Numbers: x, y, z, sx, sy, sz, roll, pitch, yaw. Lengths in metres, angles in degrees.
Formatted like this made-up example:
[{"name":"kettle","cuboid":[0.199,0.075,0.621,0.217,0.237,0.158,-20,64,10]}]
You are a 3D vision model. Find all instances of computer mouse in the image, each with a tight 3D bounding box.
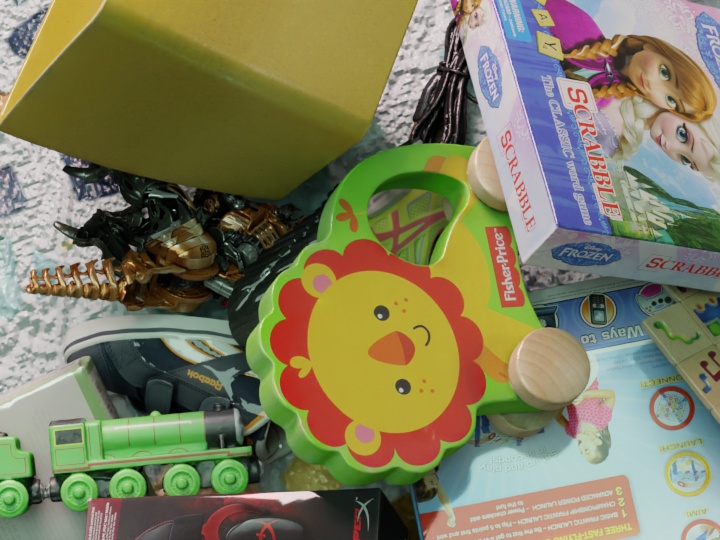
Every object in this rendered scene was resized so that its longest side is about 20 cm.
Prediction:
[{"name":"computer mouse","cuboid":[0.131,-0.091,1.444,0.199,0.044,0.110,22,77,14]}]

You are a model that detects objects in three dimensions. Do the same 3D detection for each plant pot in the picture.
[{"name":"plant pot","cuboid":[-0.075,-0.155,1.342,0.176,0.200,0.200,28,64,-16]}]

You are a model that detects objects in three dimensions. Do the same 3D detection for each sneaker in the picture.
[{"name":"sneaker","cuboid":[0.000,0.000,1.384,0.200,0.078,0.090,-42,103,-39]},{"name":"sneaker","cuboid":[-0.091,0.075,1.407,0.199,0.078,0.080,2,68,7]}]

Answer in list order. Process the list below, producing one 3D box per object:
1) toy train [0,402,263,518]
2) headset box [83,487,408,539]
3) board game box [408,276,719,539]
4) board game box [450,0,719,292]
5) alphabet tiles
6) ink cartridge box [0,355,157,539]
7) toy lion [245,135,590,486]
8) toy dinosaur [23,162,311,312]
[{"name":"toy train","cuboid":[-0.158,0.115,1.347,0.199,0.042,0.057,-5,86,-4]},{"name":"headset box","cuboid":[-0.079,0.208,1.290,0.199,0.075,0.149,-3,63,15]},{"name":"board game box","cuboid":[0.125,0.111,1.367,0.199,0.056,0.196,-10,72,-2]},{"name":"board game box","cuboid":[0.164,-0.085,1.358,0.199,0.041,0.201,7,54,-32]},{"name":"alphabet tiles","cuboid":[0.264,0.054,1.353,0.166,0.006,0.200,-23,67,-36]},{"name":"ink cartridge box","cuboid":[-0.227,0.160,1.387,0.199,0.048,0.146,-25,98,0]},{"name":"toy lion","cuboid":[0.025,0.023,1.303,0.191,0.069,0.201,-2,69,-21]},{"name":"toy dinosaur","cuboid":[-0.117,-0.021,1.403,0.136,0.200,0.102,43,111,31]}]
